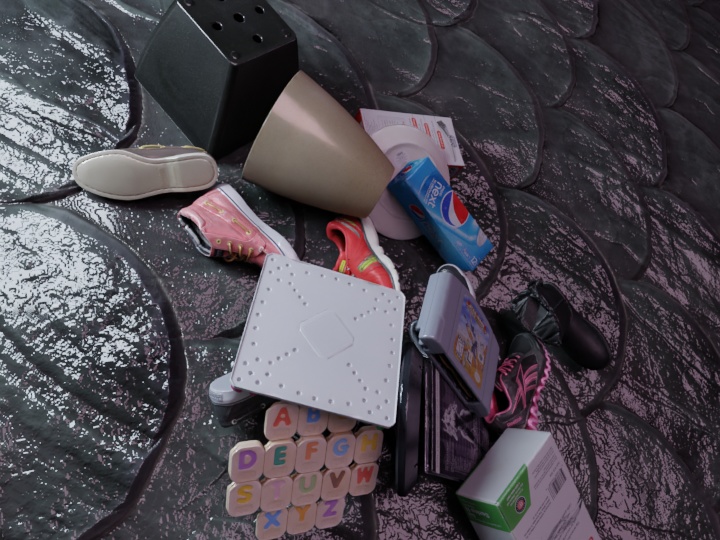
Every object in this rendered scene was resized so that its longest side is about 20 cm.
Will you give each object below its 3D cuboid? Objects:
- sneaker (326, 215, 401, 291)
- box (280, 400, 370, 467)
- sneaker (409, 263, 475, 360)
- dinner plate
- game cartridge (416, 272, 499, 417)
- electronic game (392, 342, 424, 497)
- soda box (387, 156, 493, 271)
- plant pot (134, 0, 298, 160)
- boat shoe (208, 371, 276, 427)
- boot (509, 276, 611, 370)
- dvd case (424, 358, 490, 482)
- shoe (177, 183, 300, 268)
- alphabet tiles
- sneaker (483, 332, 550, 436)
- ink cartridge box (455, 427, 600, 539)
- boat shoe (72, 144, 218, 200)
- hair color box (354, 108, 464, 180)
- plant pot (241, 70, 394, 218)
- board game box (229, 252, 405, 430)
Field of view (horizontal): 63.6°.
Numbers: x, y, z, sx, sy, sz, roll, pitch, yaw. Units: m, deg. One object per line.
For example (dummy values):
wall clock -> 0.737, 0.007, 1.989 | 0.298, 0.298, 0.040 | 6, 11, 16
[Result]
sneaker -> 0.000, 0.000, 0.928 | 0.084, 0.077, 0.201 | -13, 62, -25
box -> -0.018, 0.163, 0.805 | 0.159, 0.046, 0.201 | 52, 49, -31
sneaker -> 0.131, 0.070, 0.921 | 0.114, 0.075, 0.203 | 34, 51, -50
dinner plate -> 0.078, -0.155, 1.014 | 0.198, 0.024, 0.203 | 0, 91, -26
game cartridge -> 0.149, 0.103, 0.847 | 0.200, 0.041, 0.134 | 52, 46, -34
electronic game -> 0.063, 0.199, 0.787 | 0.041, 0.201, 0.202 | 3, 60, 8
soda box -> 0.137, -0.092, 0.993 | 0.064, 0.068, 0.200 | -46, 109, -17
plant pot -> -0.210, -0.334, 0.923 | 0.200, 0.177, 0.200 | 49, 54, 3
boat shoe -> -0.116, 0.153, 0.801 | 0.198, 0.068, 0.057 | -17, 109, -39
boot -> 0.345, 0.099, 0.999 | 0.199, 0.073, 0.162 | 55, 25, 15
dvd case -> 0.145, 0.227, 0.846 | 0.200, 0.016, 0.151 | 35, 51, -48
shoe -> -0.177, -0.035, 0.858 | 0.200, 0.072, 0.091 | 46, 57, 8
alphabet tiles -> -0.065, 0.248, 0.721 | 0.198, 0.015, 0.198 | 0, 109, -25
sneaker -> 0.245, 0.179, 0.939 | 0.095, 0.079, 0.202 | 33, 54, -19
ink cartridge box -> 0.242, 0.351, 0.821 | 0.146, 0.083, 0.202 | -35, 104, -35
boat shoe -> -0.311, -0.149, 0.852 | 0.197, 0.073, 0.060 | -6, 27, -15
hair color box -> 0.086, -0.230, 1.082 | 0.198, 0.064, 0.112 | -2, 67, -25
plant pot -> -0.053, -0.172, 0.909 | 0.199, 0.187, 0.189 | 31, 56, -8
board game box -> -0.045, 0.086, 0.731 | 0.198, 0.026, 0.202 | 17, 49, -10
